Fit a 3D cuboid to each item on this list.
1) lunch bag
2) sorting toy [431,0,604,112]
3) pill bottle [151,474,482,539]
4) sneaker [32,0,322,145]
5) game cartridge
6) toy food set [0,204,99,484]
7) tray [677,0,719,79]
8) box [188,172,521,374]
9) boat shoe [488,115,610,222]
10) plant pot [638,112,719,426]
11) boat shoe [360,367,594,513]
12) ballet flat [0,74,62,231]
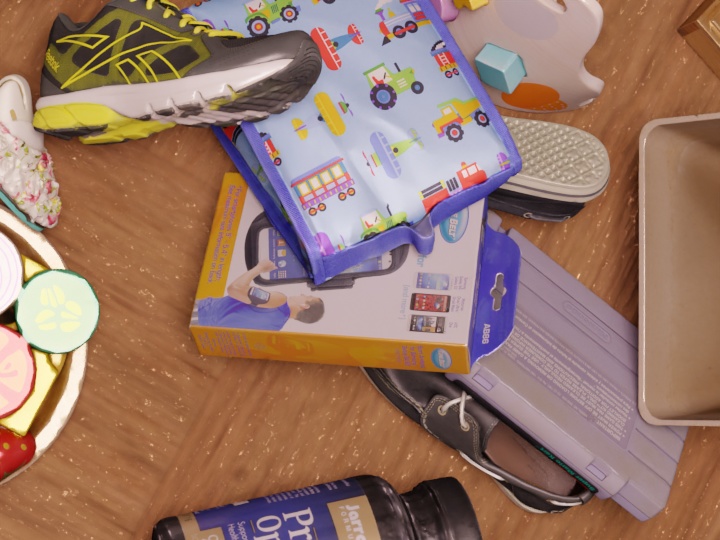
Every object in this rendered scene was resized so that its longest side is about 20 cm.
[{"bbox_3d":[-0.003,-0.096,0.914,0.149,0.094,0.201,-26,65,-14],"label":"lunch bag"},{"bbox_3d":[0.098,-0.199,0.940,0.106,0.180,0.202,-21,91,-14],"label":"sorting toy"},{"bbox_3d":[-0.026,0.193,0.921,0.198,0.112,0.113,-11,89,-14],"label":"pill bottle"},{"bbox_3d":[-0.116,-0.127,0.857,0.198,0.074,0.086,-6,85,26],"label":"sneaker"},{"bbox_3d":[0.134,0.063,0.975,0.199,0.038,0.130,38,50,-7],"label":"game cartridge"},{"bbox_3d":[-0.267,0.042,0.904,0.199,0.049,0.200,28,80,-10],"label":"toy food set"},{"bbox_3d":[0.336,-0.211,1.073,0.099,0.037,0.200,46,79,-7],"label":"tray"},{"bbox_3d":[0.000,0.000,0.916,0.197,0.042,0.120,2,58,11],"label":"box"},{"bbox_3d":[0.068,-0.078,0.985,0.198,0.062,0.075,14,62,3],"label":"boat shoe"},{"bbox_3d":[0.315,0.003,0.967,0.176,0.198,0.203,6,83,-49],"label":"plant pot"},{"bbox_3d":[0.077,0.088,0.977,0.200,0.068,0.072,41,80,-7],"label":"boat shoe"},{"bbox_3d":[-0.247,-0.114,0.903,0.064,0.076,0.200,-43,98,5],"label":"ballet flat"}]
